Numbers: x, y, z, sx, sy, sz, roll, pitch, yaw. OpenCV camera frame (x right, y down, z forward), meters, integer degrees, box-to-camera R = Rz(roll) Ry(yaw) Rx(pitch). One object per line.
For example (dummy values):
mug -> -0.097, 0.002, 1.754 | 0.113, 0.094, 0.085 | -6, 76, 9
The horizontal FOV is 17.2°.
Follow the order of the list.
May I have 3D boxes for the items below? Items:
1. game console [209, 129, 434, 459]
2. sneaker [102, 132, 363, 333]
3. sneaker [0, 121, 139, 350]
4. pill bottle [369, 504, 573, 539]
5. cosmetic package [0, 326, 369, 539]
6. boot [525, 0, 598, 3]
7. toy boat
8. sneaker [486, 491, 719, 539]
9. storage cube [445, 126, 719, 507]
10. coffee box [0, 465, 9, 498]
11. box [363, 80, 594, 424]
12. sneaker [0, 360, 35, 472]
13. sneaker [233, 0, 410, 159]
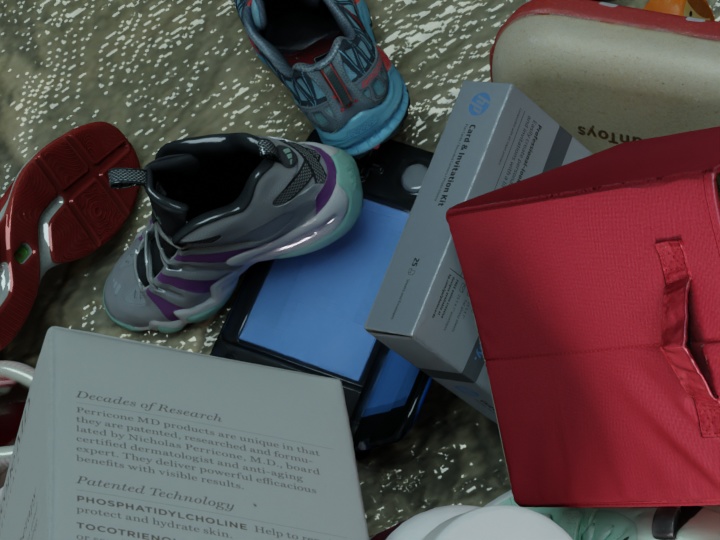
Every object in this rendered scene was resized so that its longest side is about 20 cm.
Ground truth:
game console -> 0.000, 0.000, 1.425 | 0.170, 0.118, 0.200 | 18, 74, 19
sneaker -> -0.112, -0.032, 1.429 | 0.200, 0.140, 0.078 | -32, 62, 27
sneaker -> -0.233, -0.019, 1.513 | 0.115, 0.078, 0.200 | -9, 30, 46
pill bottle -> 0.040, 0.185, 1.243 | 0.114, 0.200, 0.114 | 5, 74, -19
cosmetic package -> -0.098, 0.162, 1.216 | 0.166, 0.168, 0.200 | 11, 29, -14
boot -> 0.207, -0.208, 1.481 | 0.144, 0.072, 0.200 | 34, 77, 21
toy boat -> 0.184, -0.120, 1.434 | 0.200, 0.131, 0.131 | 12, 49, 18
sneaker -> 0.122, 0.160, 1.306 | 0.200, 0.118, 0.074 | -15, 97, 25
storage cube -> 0.178, 0.018, 1.257 | 0.180, 0.200, 0.171 | -7, 100, 45
coffee box -> -0.154, 0.147, 1.391 | 0.200, 0.113, 0.080 | -38, 65, 10
box -> 0.101, 0.008, 1.354 | 0.041, 0.200, 0.156 | 8, 69, 43
sneaker -> -0.249, 0.086, 1.463 | 0.200, 0.105, 0.076 | 10, 74, 18
sneaker -> -0.034, -0.160, 1.488 | 0.079, 0.096, 0.200 | -37, 44, 1
